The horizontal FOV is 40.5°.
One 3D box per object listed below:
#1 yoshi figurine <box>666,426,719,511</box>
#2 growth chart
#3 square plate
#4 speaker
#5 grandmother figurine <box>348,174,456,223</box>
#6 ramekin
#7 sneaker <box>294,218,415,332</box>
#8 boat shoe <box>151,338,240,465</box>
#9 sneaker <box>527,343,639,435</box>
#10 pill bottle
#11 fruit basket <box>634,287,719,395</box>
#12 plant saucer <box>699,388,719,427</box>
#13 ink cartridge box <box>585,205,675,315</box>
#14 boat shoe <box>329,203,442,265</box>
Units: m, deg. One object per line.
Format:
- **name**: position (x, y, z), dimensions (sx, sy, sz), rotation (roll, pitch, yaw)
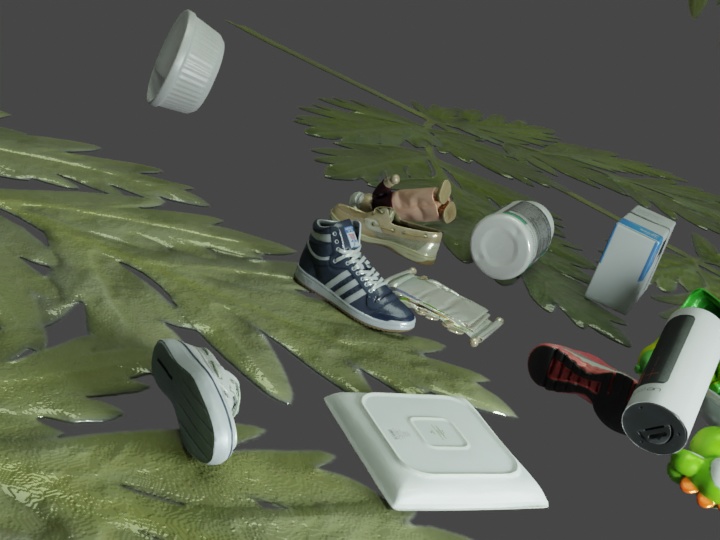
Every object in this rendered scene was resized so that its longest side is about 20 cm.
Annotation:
- **yoshi figurine**: position (0.464, 0.243, 1.141), dimensions (0.198, 0.114, 0.112), rotation (22, 12, 16)
- **growth chart**: position (0.117, 0.050, 1.446), dimensions (0.199, 0.018, 0.144), rotation (30, 24, 28)
- **square plate**: position (0.082, 0.188, 1.062), dimensions (0.196, 0.029, 0.200), rotation (7, 23, -28)
- **speaker**: position (0.391, 0.134, 1.206), dimensions (0.080, 0.082, 0.200), rotation (25, 45, 19)
- **grandmother figurine**: position (0.065, -0.110, 1.671), dimensions (0.198, 0.123, 0.060), rotation (3, 23, 34)
- **ramekin**: position (-0.351, -0.413, 1.975), dimensions (0.093, 0.204, 0.203), rotation (23, 17, -25)
- **sneaker**: position (0.000, 0.000, 1.345), dimensions (0.198, 0.110, 0.070), rotation (28, 24, 25)
- **boat shoe**: position (-0.150, 0.120, 0.972), dimensions (0.066, 0.075, 0.200), rotation (2, 25, -29)
- **sneaker**: position (0.324, 0.148, 1.297), dimensions (0.199, 0.075, 0.086), rotation (30, 23, 29)
- **pill bottle**: position (0.271, -0.060, 1.710), dimensions (0.112, 0.114, 0.200), rotation (25, 22, 18)
- **fruit basket**: position (0.500, 0.125, 1.422), dimensions (0.214, 0.156, 0.216), rotation (32, 12, -8)
- **plant saucer**: position (0.500, 0.222, 1.239), dimensions (0.199, 0.051, 0.200), rotation (35, 5, -4)
- **ink cartridge box**: position (0.486, -0.022, 1.746), dimensions (0.083, 0.147, 0.200), rotation (26, 22, 19)
- **boat shoe**: position (0.042, -0.076, 1.629), dimensions (0.198, 0.066, 0.072), rotation (25, 22, 17)
